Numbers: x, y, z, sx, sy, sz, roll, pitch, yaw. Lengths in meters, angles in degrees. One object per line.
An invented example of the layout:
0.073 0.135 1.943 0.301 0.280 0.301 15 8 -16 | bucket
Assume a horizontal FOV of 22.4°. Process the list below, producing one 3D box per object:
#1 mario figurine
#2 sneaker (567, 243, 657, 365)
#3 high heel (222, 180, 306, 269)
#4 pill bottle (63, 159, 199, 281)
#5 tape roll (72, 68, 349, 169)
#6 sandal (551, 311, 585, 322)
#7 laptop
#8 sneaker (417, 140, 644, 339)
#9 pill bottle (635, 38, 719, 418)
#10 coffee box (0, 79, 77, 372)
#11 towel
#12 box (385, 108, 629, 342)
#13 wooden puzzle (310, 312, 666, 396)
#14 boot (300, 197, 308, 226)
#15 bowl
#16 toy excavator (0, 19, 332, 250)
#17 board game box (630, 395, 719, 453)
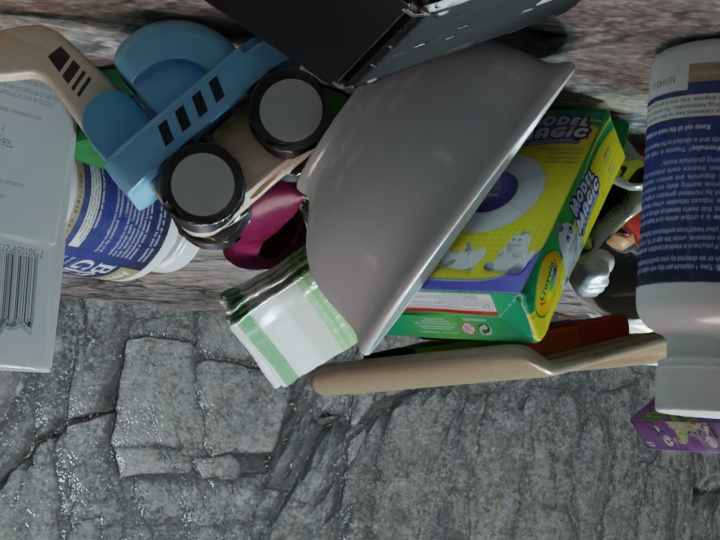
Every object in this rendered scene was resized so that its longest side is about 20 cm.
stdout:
0.176 -0.030 1.356 0.106 0.124 0.199 25 166 -39 | mario figurine
0.187 0.002 1.426 0.070 0.201 0.080 -25 130 -1 | sneaker
-0.051 -0.032 1.234 0.096 0.068 0.200 13 174 21 | high heel
-0.213 -0.051 1.449 0.111 0.112 0.200 1 173 32 | pill bottle
-0.100 -0.095 1.244 0.199 0.048 0.200 4 175 0 | tape roll
0.102 0.017 1.317 0.206 0.060 0.079 15 160 -17 | sandal
0.015 -0.150 0.813 0.199 0.104 0.177 -21 180 -12 | laptop
0.110 -0.024 1.222 0.076 0.200 0.076 53 175 -28 | sneaker
0.210 -0.019 1.004 0.110 0.201 0.111 5 174 0 | pill bottle
-0.322 -0.044 1.153 0.197 0.201 0.199 1 173 33 | coffee box
0.000 0.000 1.306 0.200 0.031 0.149 -34 154 -3 | towel
0.092 -0.041 1.167 0.117 0.200 0.049 1 132 30 | box
0.093 0.055 1.220 0.184 0.037 0.200 -8 176 38 | wooden puzzle
0.032 -0.031 1.389 0.203 0.074 0.154 36 163 -12 | boot
0.027 -0.058 1.018 0.090 0.201 0.201 35 175 3 | bowl
-0.138 -0.097 1.047 0.194 0.200 0.100 -40 175 -4 | toy excavator
0.262 0.065 1.080 0.120 0.032 0.200 -34 -168 -24 | board game box
